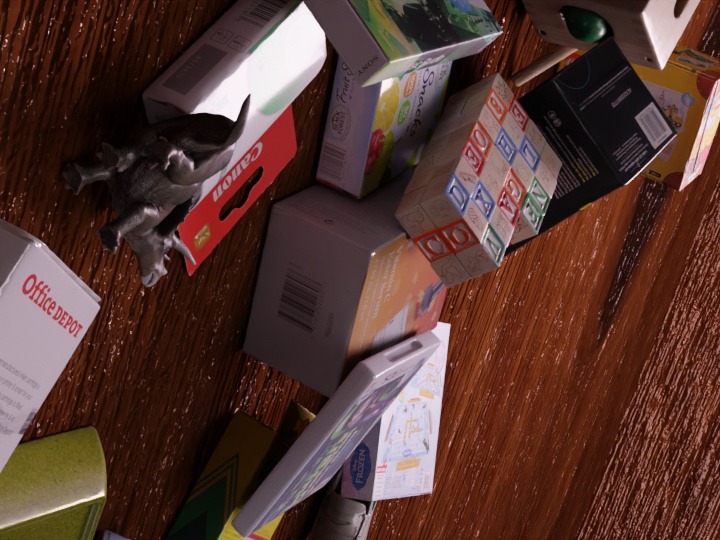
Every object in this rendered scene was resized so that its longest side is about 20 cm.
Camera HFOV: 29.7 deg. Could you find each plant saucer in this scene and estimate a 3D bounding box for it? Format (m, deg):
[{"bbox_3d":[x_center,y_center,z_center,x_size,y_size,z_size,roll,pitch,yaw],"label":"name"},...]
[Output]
[{"bbox_3d":[-0.260,0.225,0.974,0.200,0.048,0.202,-7,119,-65],"label":"plant saucer"}]

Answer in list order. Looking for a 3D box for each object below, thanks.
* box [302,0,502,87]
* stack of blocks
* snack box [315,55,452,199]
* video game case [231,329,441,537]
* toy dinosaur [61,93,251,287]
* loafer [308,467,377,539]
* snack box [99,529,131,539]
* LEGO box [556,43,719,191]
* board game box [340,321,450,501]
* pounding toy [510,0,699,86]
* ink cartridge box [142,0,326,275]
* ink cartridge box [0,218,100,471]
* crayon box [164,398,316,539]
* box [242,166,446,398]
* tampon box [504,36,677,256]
[{"bbox_3d":[0.018,-0.218,1.021,0.036,0.145,0.200,-37,175,34],"label":"box"},{"bbox_3d":[0.111,-0.075,1.231,0.115,0.058,0.201,51,38,-21],"label":"stack of blocks"},{"bbox_3d":[0.031,-0.180,1.200,0.142,0.053,0.202,-36,145,-53],"label":"snack box"},{"bbox_3d":[-0.018,0.146,1.243,0.200,0.023,0.182,-52,167,19],"label":"video game case"},{"bbox_3d":[-0.127,-0.070,0.896,0.102,0.077,0.200,-30,163,-52],"label":"toy dinosaur"},{"bbox_3d":[-0.018,0.274,1.552,0.201,0.069,0.070,-66,155,-19],"label":"loafer"},{"bbox_3d":[-0.216,0.327,1.060,0.169,0.067,0.202,-135,-113,-80],"label":"snack box"},{"bbox_3d":[0.337,-0.210,1.666,0.077,0.199,0.150,-32,142,-52],"label":"LEGO box"},{"bbox_3d":[0.042,0.149,1.506,0.200,0.041,0.202,19,77,-68],"label":"board game box"},{"bbox_3d":[0.263,-0.298,1.466,0.201,0.183,0.142,-59,145,-13],"label":"pounding toy"},{"bbox_3d":[-0.084,-0.103,1.030,0.161,0.050,0.201,-51,152,-30],"label":"ink cartridge box"},{"bbox_3d":[-0.246,0.068,0.766,0.201,0.084,0.146,-61,169,-13],"label":"ink cartridge box"},{"bbox_3d":[-0.111,0.215,1.295,0.201,0.050,0.127,-61,158,-9],"label":"crayon box"},{"bbox_3d":[0.000,0.000,1.248,0.200,0.106,0.154,-31,140,-54],"label":"box"},{"bbox_3d":[0.196,-0.122,1.415,0.199,0.127,0.150,-33,-176,44],"label":"tampon box"}]
